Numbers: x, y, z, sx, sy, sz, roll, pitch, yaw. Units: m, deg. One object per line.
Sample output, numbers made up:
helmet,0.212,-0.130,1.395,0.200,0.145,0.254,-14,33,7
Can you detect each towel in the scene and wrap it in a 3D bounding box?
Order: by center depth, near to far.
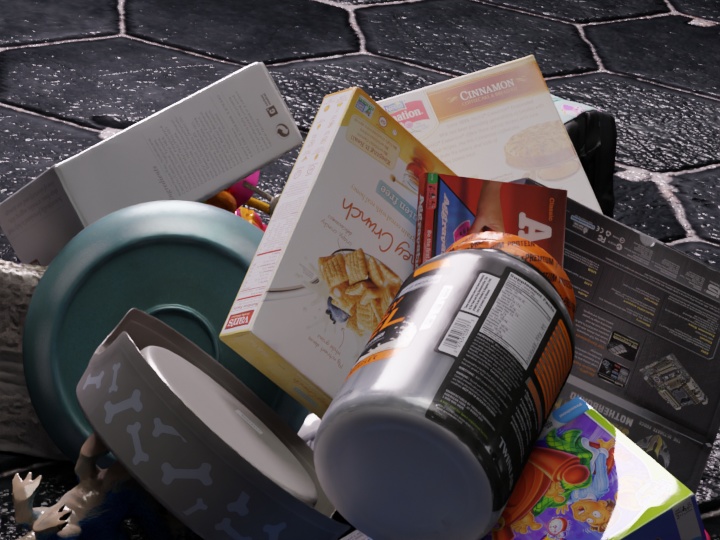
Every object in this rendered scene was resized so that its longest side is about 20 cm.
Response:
towel,-0.227,0.058,1.744,0.199,0.133,0.034,8,19,5

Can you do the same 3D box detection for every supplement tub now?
supplement tub,0.059,0.070,1.589,0.122,0.123,0.200,14,39,15

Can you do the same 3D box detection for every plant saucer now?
plant saucer,-0.124,0.055,1.699,0.199,0.201,0.027,6,4,-3

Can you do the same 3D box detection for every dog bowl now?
dog bowl,-0.093,0.110,1.590,0.200,0.059,0.200,42,6,-5

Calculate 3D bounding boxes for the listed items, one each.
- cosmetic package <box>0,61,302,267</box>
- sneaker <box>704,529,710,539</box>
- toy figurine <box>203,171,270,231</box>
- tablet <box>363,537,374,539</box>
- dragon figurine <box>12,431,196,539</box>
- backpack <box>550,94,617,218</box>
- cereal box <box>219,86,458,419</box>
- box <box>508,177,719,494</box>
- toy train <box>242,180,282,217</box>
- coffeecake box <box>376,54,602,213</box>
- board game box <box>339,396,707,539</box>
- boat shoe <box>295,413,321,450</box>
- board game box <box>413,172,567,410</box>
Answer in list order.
cosmetic package,-0.148,-0.068,1.805,0.200,0.074,0.102,-30,2,-38
sneaker,0.139,0.173,1.656,0.199,0.075,0.081,17,26,24
toy figurine,-0.070,-0.028,2.016,0.183,0.200,0.151,20,54,-19
tablet,0.011,0.234,1.485,0.130,0.014,0.200,-34,37,-16
dragon figurine,-0.176,0.168,1.596,0.200,0.100,0.059,-34,44,-30
backpack,0.123,-0.042,1.990,0.126,0.201,0.167,18,26,25
cereal box,0.000,0.000,1.708,0.039,0.144,0.201,-12,47,47
box,0.163,0.049,1.770,0.199,0.159,0.048,24,-12,-14
toy train,-0.011,0.024,1.867,0.200,0.085,0.116,35,26,-26
coffeecake box,0.087,-0.034,1.842,0.153,0.201,0.073,-17,-14,-19
board game box,0.093,0.171,1.582,0.200,0.045,0.134,-30,35,-15
boat shoe,0.041,0.122,1.762,0.199,0.072,0.069,-5,42,-34
board game box,0.083,0.040,1.709,0.103,0.201,0.019,6,-8,-20
